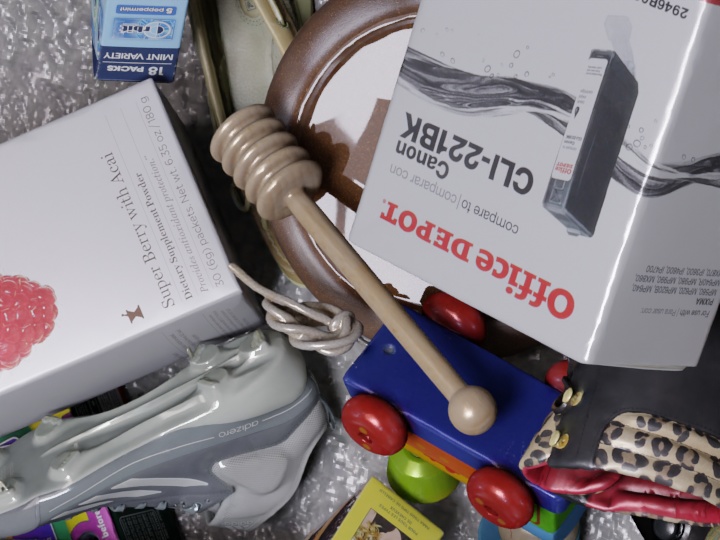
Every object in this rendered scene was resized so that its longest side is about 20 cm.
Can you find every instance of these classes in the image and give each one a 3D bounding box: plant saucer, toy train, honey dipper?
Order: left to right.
[{"bbox_3d":[0.000,0.000,1.234,0.200,0.038,0.038,49,116,26],"label":"honey dipper"},{"bbox_3d":[0.025,0.069,1.278,0.200,0.085,0.116,29,152,20],"label":"toy train"},{"bbox_3d":[0.042,-0.051,1.279,0.200,0.032,0.201,3,100,16],"label":"plant saucer"}]

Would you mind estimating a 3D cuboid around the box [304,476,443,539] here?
[{"bbox_3d":[-0.035,0.192,1.253,0.050,0.200,0.075,38,139,-5],"label":"box"}]

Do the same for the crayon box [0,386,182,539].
[{"bbox_3d":[-0.179,0.170,1.443,0.172,0.058,0.200,-27,80,30],"label":"crayon box"}]

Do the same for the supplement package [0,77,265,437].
[{"bbox_3d":[-0.166,0.006,1.341,0.200,0.120,0.121,-24,81,0],"label":"supplement package"}]

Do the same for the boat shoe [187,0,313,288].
[{"bbox_3d":[-0.049,-0.087,1.342,0.073,0.063,0.201,-12,88,31],"label":"boat shoe"}]

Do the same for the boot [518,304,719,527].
[{"bbox_3d":[0.102,0.024,1.187,0.200,0.073,0.151,14,71,14],"label":"boot"}]

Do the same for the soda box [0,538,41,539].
[{"bbox_3d":[-0.145,0.174,1.348,0.200,0.068,0.064,-2,92,27],"label":"soda box"}]

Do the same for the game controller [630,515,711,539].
[{"bbox_3d":[0.195,0.051,1.221,0.200,0.042,0.104,-39,74,26],"label":"game controller"}]

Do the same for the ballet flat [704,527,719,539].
[{"bbox_3d":[0.189,0.152,1.126,0.071,0.071,0.200,-63,33,19],"label":"ballet flat"}]

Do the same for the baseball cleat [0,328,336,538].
[{"bbox_3d":[-0.108,0.108,1.352,0.200,0.070,0.107,-25,121,8],"label":"baseball cleat"}]

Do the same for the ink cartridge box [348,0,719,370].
[{"bbox_3d":[0.095,-0.075,1.093,0.144,0.084,0.200,28,107,39],"label":"ink cartridge box"}]

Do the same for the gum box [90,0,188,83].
[{"bbox_3d":[-0.102,-0.217,1.272,0.200,0.044,0.170,107,161,-57],"label":"gum box"}]
